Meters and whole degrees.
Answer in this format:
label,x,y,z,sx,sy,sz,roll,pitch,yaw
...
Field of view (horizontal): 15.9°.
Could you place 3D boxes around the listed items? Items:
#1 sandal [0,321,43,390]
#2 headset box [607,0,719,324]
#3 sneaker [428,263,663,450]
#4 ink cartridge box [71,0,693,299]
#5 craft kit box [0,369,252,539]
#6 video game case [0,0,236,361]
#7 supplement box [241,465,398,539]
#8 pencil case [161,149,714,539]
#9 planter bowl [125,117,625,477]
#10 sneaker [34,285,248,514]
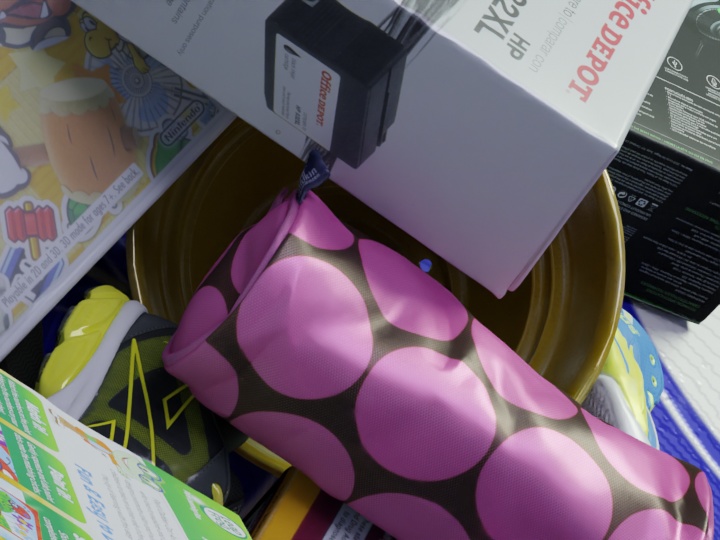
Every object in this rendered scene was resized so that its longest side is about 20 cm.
label,x,y,z,sx,sy,sz,roll,pitch,yaw
sandal,-0.184,-0.014,0.941,0.080,0.057,0.201,-32,92,-35
headset box,0.114,-0.100,1.267,0.174,0.093,0.200,22,41,-23
sneaker,0.103,0.051,1.099,0.105,0.076,0.200,24,25,-32
ink cartridge box,0.011,-0.105,0.954,0.200,0.084,0.145,35,36,-2
craft kit box,-0.104,0.072,0.741,0.197,0.049,0.200,32,6,-19
video game case,-0.150,-0.076,0.928,0.182,0.023,0.200,50,56,-13
supplement box,0.020,0.176,0.915,0.200,0.086,0.110,38,36,-4
pencil case,0.032,0.052,0.919,0.200,0.091,0.094,38,23,-8
planter bowl,0.000,0.000,1.047,0.200,0.083,0.200,3,76,-11
sneaker,-0.086,0.083,0.900,0.085,0.074,0.200,16,45,1
